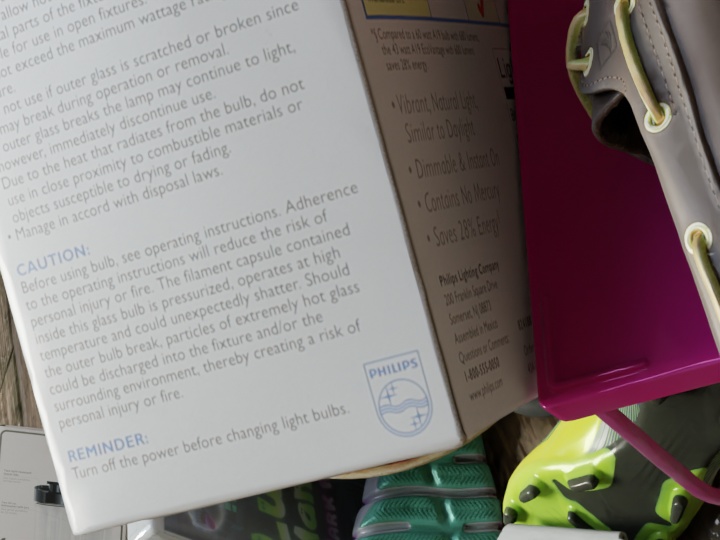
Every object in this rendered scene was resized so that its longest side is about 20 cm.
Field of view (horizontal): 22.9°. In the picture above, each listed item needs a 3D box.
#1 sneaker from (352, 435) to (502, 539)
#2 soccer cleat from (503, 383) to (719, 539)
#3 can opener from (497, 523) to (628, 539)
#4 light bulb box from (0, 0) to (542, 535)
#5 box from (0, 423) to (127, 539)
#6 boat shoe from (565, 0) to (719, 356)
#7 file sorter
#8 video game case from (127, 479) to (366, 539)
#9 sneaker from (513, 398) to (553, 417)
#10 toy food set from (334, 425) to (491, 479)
[{"bbox_3d":[0.033,0.111,0.861,0.088,0.074,0.202,85,-171,-74],"label":"sneaker"},{"bbox_3d":[0.116,0.051,0.683,0.084,0.064,0.201,-59,0,-40],"label":"soccer cleat"},{"bbox_3d":[0.114,0.122,0.645,0.200,0.066,0.053,-9,74,58],"label":"can opener"},{"bbox_3d":[-0.016,-0.050,0.533,0.124,0.198,0.202,-16,90,23],"label":"light bulb box"},{"bbox_3d":[-0.248,0.231,1.418,0.060,0.116,0.202,137,137,-60],"label":"box"},{"bbox_3d":[0.083,-0.045,0.433,0.059,0.072,0.201,-31,58,14],"label":"boat shoe"},{"bbox_3d":[0.134,-0.046,0.526,0.138,0.125,0.201,-17,58,26],"label":"file sorter"},{"bbox_3d":[-0.043,0.073,0.890,0.023,0.181,0.201,-37,43,32],"label":"video game case"},{"bbox_3d":[0.094,-0.030,0.685,0.108,0.067,0.203,49,-133,-63],"label":"sneaker"},{"bbox_3d":[0.000,0.000,0.827,0.200,0.197,0.049,48,171,31],"label":"toy food set"}]
